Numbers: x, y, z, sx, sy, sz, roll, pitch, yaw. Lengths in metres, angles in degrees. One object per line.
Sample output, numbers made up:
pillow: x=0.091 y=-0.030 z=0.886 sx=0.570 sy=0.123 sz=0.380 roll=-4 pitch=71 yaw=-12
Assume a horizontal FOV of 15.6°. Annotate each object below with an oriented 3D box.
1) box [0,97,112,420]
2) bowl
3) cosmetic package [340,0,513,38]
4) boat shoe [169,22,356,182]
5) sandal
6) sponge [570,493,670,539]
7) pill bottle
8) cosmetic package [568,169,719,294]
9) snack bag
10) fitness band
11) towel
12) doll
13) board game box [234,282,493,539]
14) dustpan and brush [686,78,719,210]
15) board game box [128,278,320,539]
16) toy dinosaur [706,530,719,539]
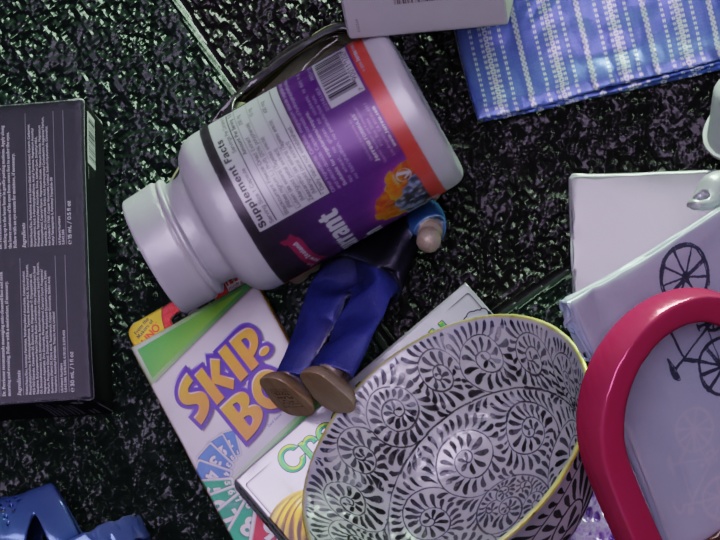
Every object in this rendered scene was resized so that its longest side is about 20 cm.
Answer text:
box: x=-0.241 y=-0.004 z=1.738 sx=0.140 sy=0.079 sz=0.201 roll=-3 pitch=80 yaw=3
bowl: x=0.072 y=0.134 z=1.600 sx=0.200 sy=0.094 sz=0.201 roll=-24 pitch=38 yaw=20
cosmetic package: x=0.049 y=-0.230 z=1.677 sx=0.107 sy=0.200 sz=0.085 roll=-5 pitch=121 yaw=11
boat shoe: x=-0.068 y=-0.090 z=1.737 sx=0.072 sy=0.066 sz=0.201 roll=42 pitch=87 yaw=12
sandal: x=-0.216 y=0.177 z=1.707 sx=0.199 sy=0.080 sz=0.087 roll=22 pitch=79 yaw=2
sponge: x=0.143 y=0.167 z=1.620 sx=0.111 sy=0.030 sz=0.200 roll=25 pitch=71 yaw=41
pill bottle: x=-0.045 y=-0.057 z=1.656 sx=0.199 sy=0.111 sz=0.112 roll=-29 pitch=77 yaw=5
cosmetic package: x=0.232 y=-0.008 z=1.677 sx=0.199 sy=0.090 sz=0.107 roll=-1 pitch=81 yaw=10
snack bag: x=0.228 y=0.054 z=1.577 sx=0.199 sy=0.021 sz=0.189 roll=-31 pitch=110 yaw=-17
fitness band: x=0.201 y=0.104 z=1.535 sx=0.143 sy=0.037 sz=0.201 roll=-33 pitch=116 yaw=-15
towel: x=0.157 y=-0.187 z=1.749 sx=0.199 sy=0.024 sz=0.146 roll=-13 pitch=77 yaw=5
doll: x=0.000 y=0.000 z=1.692 sx=0.136 sy=0.048 sz=0.201 roll=-8 pitch=45 yaw=47
board game box: x=0.034 y=0.120 z=1.685 sx=0.200 sy=0.035 sz=0.126 roll=-40 pitch=80 yaw=-11
dustpan and brush: x=0.255 y=-0.081 z=1.630 sx=0.139 sy=0.200 sz=0.058 roll=9 pitch=108 yaw=35
board game box: x=-0.071 y=0.100 z=1.725 sx=0.095 sy=0.030 sz=0.201 roll=-29 pitch=75 yaw=0
toy dinosaur: x=0.257 y=0.167 z=1.645 sx=0.200 sy=0.086 sz=0.136 roll=33 pitch=73 yaw=33
